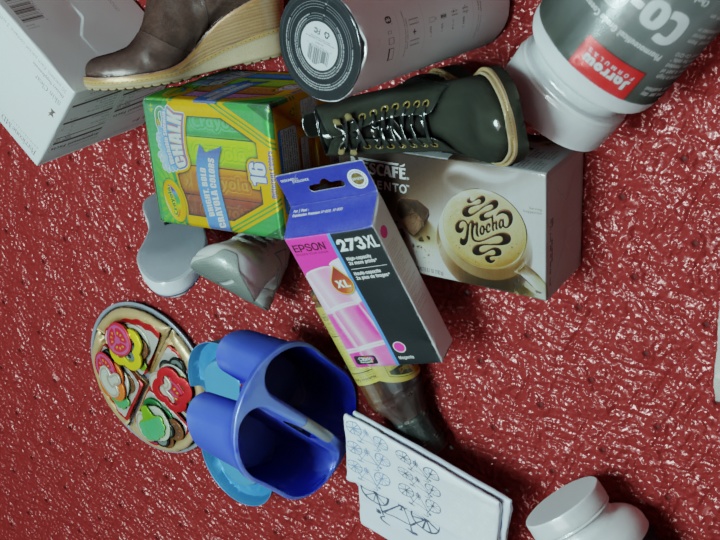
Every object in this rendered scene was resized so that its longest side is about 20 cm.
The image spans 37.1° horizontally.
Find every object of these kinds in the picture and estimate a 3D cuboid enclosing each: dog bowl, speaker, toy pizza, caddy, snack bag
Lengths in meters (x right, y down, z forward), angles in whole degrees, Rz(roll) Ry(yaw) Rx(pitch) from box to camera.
[{"bbox_3d":[-0.130,0.164,1.200,0.111,0.049,0.202,10,117,38],"label":"dog bowl"},{"bbox_3d":[0.033,-0.192,0.821,0.081,0.199,0.082,19,123,34],"label":"speaker"},{"bbox_3d":[-0.261,0.135,1.297,0.199,0.032,0.202,16,119,30],"label":"toy pizza"},{"bbox_3d":[-0.077,0.146,1.072,0.104,0.142,0.200,15,164,35],"label":"caddy"},{"bbox_3d":[0.063,0.245,1.085,0.187,0.021,0.201,26,141,25],"label":"snack bag"}]

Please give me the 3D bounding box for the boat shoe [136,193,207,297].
[{"bbox_3d":[-0.185,-0.018,1.094,0.073,0.201,0.066,-12,120,0],"label":"boat shoe"}]

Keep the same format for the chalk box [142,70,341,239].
[{"bbox_3d":[-0.121,-0.116,1.018,0.198,0.124,0.126,7,115,33],"label":"chalk box"}]

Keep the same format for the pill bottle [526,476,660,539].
[{"bbox_3d":[0.234,0.290,0.956,0.112,0.112,0.201,-34,90,41],"label":"pill bottle"}]

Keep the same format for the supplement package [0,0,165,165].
[{"bbox_3d":[-0.313,-0.233,1.082,0.200,0.155,0.111,48,131,7],"label":"supplement package"}]

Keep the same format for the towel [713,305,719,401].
[{"bbox_3d":[0.341,0.027,0.807,0.131,0.034,0.202,12,118,32],"label":"towel"}]

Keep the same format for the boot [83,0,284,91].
[{"bbox_3d":[-0.173,-0.259,0.979,0.198,0.072,0.168,-15,101,-4],"label":"boot"}]

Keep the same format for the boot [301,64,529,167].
[{"bbox_3d":[0.039,-0.109,0.832,0.200,0.137,0.078,-142,39,-74],"label":"boot"}]

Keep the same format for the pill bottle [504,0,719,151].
[{"bbox_3d":[0.195,-0.186,0.762,0.114,0.114,0.200,46,130,9],"label":"pill bottle"}]

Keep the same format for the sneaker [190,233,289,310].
[{"bbox_3d":[-0.108,-0.014,1.022,0.070,0.200,0.081,29,87,4],"label":"sneaker"}]

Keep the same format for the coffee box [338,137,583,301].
[{"bbox_3d":[0.085,-0.058,0.923,0.198,0.080,0.114,13,121,31],"label":"coffee box"}]

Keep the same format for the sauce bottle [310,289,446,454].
[{"bbox_3d":[0.022,0.092,1.052,0.066,0.066,0.201,-20,104,40],"label":"sauce bottle"}]

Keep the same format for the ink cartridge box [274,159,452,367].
[{"bbox_3d":[0.000,0.000,0.932,0.094,0.037,0.201,-6,123,34],"label":"ink cartridge box"}]
